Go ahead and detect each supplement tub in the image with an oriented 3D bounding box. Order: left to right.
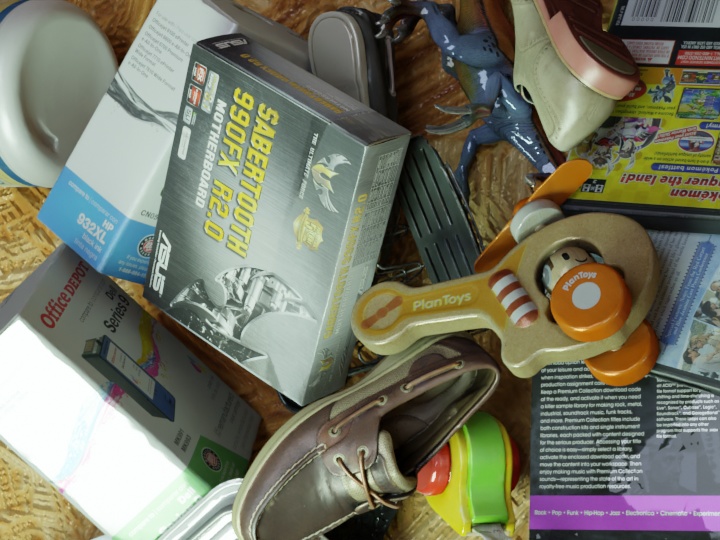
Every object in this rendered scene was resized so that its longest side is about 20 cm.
[{"bbox_3d":[-0.303,-0.137,1.567,0.199,0.145,0.145,1,82,32],"label":"supplement tub"}]

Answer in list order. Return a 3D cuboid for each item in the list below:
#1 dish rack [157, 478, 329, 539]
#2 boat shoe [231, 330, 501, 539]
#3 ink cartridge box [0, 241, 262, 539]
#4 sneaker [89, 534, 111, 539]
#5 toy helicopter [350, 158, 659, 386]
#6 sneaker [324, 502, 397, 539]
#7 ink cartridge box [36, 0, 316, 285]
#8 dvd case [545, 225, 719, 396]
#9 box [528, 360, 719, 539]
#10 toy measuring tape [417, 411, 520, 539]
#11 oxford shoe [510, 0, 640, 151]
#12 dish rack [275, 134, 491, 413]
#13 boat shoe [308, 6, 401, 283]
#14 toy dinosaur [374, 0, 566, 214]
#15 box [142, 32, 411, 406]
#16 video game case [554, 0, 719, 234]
[{"bbox_3d":[-0.066,0.254,1.341,0.200,0.044,0.172,43,108,-11],"label":"dish rack"},{"bbox_3d":[0.007,0.115,1.271,0.200,0.072,0.072,-37,28,-7],"label":"boat shoe"},{"bbox_3d":[-0.174,0.094,1.391,0.200,0.145,0.088,42,109,-10],"label":"ink cartridge box"},{"bbox_3d":[-0.220,0.258,1.497,0.200,0.073,0.071,-38,72,31],"label":"sneaker"},{"bbox_3d":[0.088,0.007,1.247,0.199,0.079,0.133,-11,58,21],"label":"toy helicopter"},{"bbox_3d":[-0.029,0.178,1.398,0.200,0.072,0.083,-57,34,10],"label":"sneaker"},{"bbox_3d":[-0.115,-0.089,1.436,0.084,0.145,0.200,38,102,36],"label":"ink cartridge box"},{"bbox_3d":[0.205,0.000,1.249,0.200,0.018,0.143,15,76,36],"label":"dvd case"},{"bbox_3d":[0.180,0.078,1.289,0.143,0.036,0.201,-3,81,31],"label":"box"},{"bbox_3d":[0.083,0.137,1.288,0.074,0.073,0.200,-65,26,6],"label":"toy measuring tape"},{"bbox_3d":[0.119,-0.151,1.313,0.075,0.070,0.200,-56,23,24],"label":"oxford shoe"},{"bbox_3d":[0.000,0.000,1.359,0.200,0.054,0.154,-23,90,45],"label":"dish rack"},{"bbox_3d":[0.006,-0.086,1.413,0.067,0.057,0.201,2,100,42],"label":"boat shoe"},{"bbox_3d":[0.095,-0.125,1.353,0.181,0.105,0.200,35,88,11],"label":"toy dinosaur"},{"bbox_3d":[-0.060,-0.034,1.333,0.158,0.048,0.201,33,124,30],"label":"box"},{"bbox_3d":[0.235,-0.107,1.261,0.199,0.026,0.181,6,66,33],"label":"video game case"}]
